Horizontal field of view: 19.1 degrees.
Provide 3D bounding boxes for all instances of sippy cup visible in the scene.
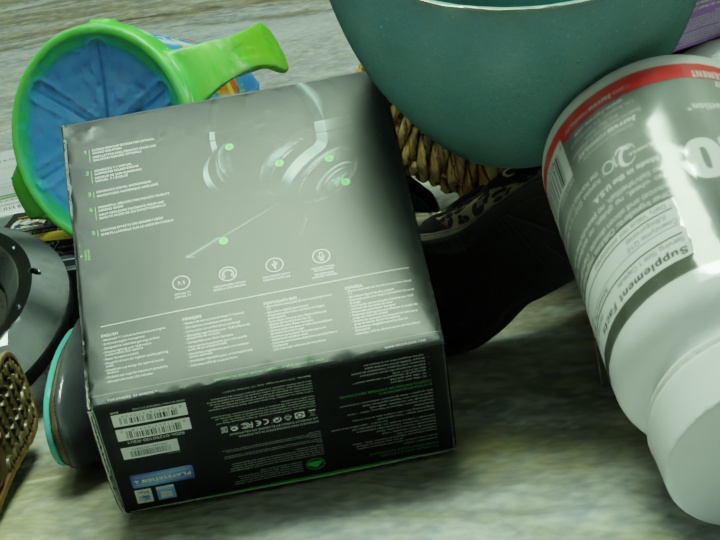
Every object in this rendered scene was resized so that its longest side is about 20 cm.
[{"bbox_3d":[-0.129,-0.091,1.348,0.177,0.141,0.130,8,12,25],"label":"sippy cup"}]

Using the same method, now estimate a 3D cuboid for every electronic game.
[{"bbox_3d":[-0.262,0.041,1.251,0.198,0.042,0.201,-12,37,9],"label":"electronic game"}]

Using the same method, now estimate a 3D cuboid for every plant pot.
[{"bbox_3d":[0.077,-0.133,1.073,0.198,0.135,0.201,-2,41,2],"label":"plant pot"}]

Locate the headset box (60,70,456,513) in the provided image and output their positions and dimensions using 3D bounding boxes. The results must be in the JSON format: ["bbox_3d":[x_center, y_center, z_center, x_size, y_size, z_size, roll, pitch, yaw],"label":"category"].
[{"bbox_3d":[-0.055,0.002,1.082,0.173,0.093,0.201,-11,51,-2],"label":"headset box"}]

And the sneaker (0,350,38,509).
[{"bbox_3d":[-0.231,0.106,1.080,0.089,0.068,0.200,-16,17,13],"label":"sneaker"}]

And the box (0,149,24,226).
[{"bbox_3d":[-0.226,-0.058,1.604,0.155,0.042,0.200,-13,19,-9],"label":"box"}]

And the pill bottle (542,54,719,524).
[{"bbox_3d":[0.157,0.007,0.960,0.113,0.114,0.201,-11,46,-3],"label":"pill bottle"}]

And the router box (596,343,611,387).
[{"bbox_3d":[0.234,0.004,1.101,0.198,0.053,0.157,-3,20,24],"label":"router box"}]

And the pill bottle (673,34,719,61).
[{"bbox_3d":[0.215,-0.089,1.317,0.119,0.121,0.200,-13,18,-8],"label":"pill bottle"}]

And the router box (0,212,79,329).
[{"bbox_3d":[-0.143,-0.005,1.374,0.198,0.053,0.157,-8,17,8],"label":"router box"}]

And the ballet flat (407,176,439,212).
[{"bbox_3d":[-0.021,-0.056,1.321,0.070,0.066,0.199,-38,-24,23],"label":"ballet flat"}]

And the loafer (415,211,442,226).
[{"bbox_3d":[0.000,0.000,1.262,0.199,0.068,0.076,-3,4,-32],"label":"loafer"}]

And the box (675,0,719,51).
[{"bbox_3d":[0.123,-0.171,1.256,0.199,0.039,0.137,-21,48,-38],"label":"box"}]

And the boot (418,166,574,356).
[{"bbox_3d":[0.094,-0.034,1.184,0.200,0.073,0.151,-34,8,47],"label":"boot"}]

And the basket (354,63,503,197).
[{"bbox_3d":[0.087,-0.125,1.358,0.148,0.144,0.200,23,13,7],"label":"basket"}]

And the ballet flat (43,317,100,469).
[{"bbox_3d":[-0.128,0.050,1.173,0.072,0.074,0.200,-10,15,3],"label":"ballet flat"}]
